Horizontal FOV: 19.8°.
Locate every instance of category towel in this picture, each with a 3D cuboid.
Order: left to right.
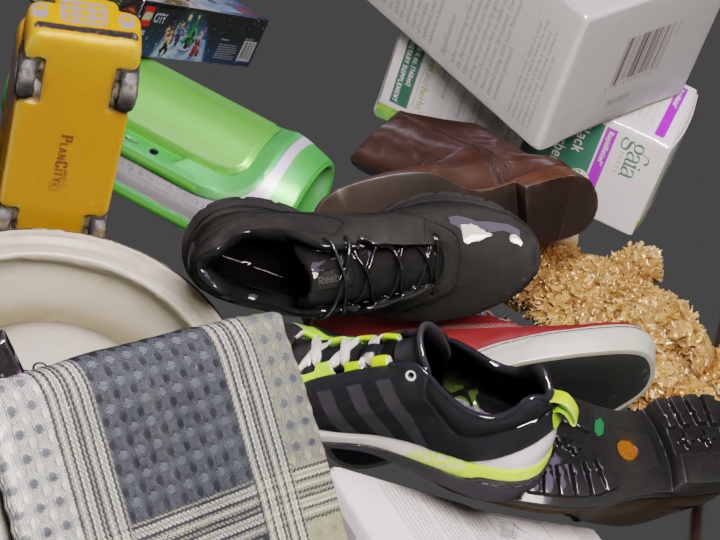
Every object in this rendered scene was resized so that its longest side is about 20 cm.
[{"bbox_3d":[-0.082,0.130,0.929,0.192,0.034,0.202,-14,88,-47],"label":"towel"}]

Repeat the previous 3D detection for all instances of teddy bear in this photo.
[{"bbox_3d":[0.156,0.023,1.277,0.144,0.067,0.200,-14,51,-34],"label":"teddy bear"}]

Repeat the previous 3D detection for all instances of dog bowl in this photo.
[{"bbox_3d":[-0.165,0.072,1.104,0.198,0.074,0.201,10,43,-9],"label":"dog bowl"}]

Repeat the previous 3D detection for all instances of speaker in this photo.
[{"bbox_3d":[-0.119,-0.079,1.274,0.199,0.089,0.089,28,42,10],"label":"speaker"}]

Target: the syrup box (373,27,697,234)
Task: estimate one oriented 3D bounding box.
[{"bbox_3d":[0.119,-0.113,1.399,0.199,0.079,0.082,26,41,8],"label":"syrup box"}]

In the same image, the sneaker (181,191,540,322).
[{"bbox_3d":[0.000,0.000,1.124,0.198,0.077,0.091,-3,10,0],"label":"sneaker"}]

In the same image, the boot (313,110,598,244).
[{"bbox_3d":[0.025,-0.056,1.277,0.185,0.065,0.200,-3,19,-22],"label":"boot"}]

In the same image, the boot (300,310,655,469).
[{"bbox_3d":[0.065,0.030,1.208,0.198,0.073,0.145,-9,44,-2],"label":"boot"}]

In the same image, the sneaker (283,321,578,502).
[{"bbox_3d":[0.016,0.051,1.074,0.198,0.083,0.072,16,40,3],"label":"sneaker"}]

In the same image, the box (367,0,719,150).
[{"bbox_3d":[0.112,-0.194,1.342,0.152,0.107,0.200,-22,54,-38],"label":"box"}]

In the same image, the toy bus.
[{"bbox_3d":[-0.169,-0.072,1.159,0.064,0.201,0.079,6,43,-13],"label":"toy bus"}]

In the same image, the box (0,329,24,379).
[{"bbox_3d":[-0.180,0.147,0.919,0.142,0.036,0.201,-26,98,-9],"label":"box"}]

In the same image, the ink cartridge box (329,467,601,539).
[{"bbox_3d":[0.081,0.183,1.048,0.175,0.045,0.200,18,18,-27],"label":"ink cartridge box"}]

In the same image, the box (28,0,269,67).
[{"bbox_3d":[-0.157,-0.181,1.328,0.136,0.038,0.200,31,12,15],"label":"box"}]

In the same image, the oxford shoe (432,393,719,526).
[{"bbox_3d":[0.119,0.115,1.156,0.198,0.085,0.073,6,57,-19],"label":"oxford shoe"}]
